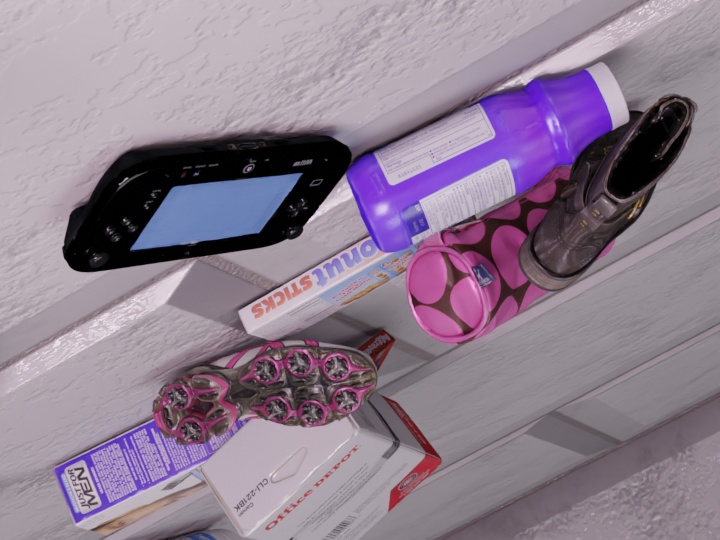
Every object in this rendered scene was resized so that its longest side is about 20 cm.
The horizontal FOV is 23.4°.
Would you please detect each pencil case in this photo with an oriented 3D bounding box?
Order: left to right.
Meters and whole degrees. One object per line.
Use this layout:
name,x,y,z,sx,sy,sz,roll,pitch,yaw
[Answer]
pencil case,0.123,-0.019,1.383,0.090,0.094,0.200,-14,-169,43

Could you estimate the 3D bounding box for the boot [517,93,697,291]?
boot,0.201,-0.078,1.275,0.200,0.069,0.174,-54,179,-31

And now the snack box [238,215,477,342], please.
snack box,0.000,0.000,1.412,0.199,0.024,0.072,-29,162,12

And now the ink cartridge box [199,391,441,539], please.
ink cartridge box,-0.033,0.178,1.585,0.144,0.084,0.200,-43,154,8

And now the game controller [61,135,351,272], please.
game controller,-0.094,-0.044,1.104,0.199,0.042,0.104,-10,158,-45

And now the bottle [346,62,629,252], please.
bottle,0.090,-0.083,1.217,0.199,0.066,0.084,-26,162,0

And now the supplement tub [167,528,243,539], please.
supplement tub,-0.231,0.392,2.089,0.199,0.133,0.132,-9,157,-47

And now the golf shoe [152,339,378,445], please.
golf shoe,-0.075,0.091,1.468,0.199,0.073,0.092,-9,-166,20

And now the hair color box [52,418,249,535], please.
hair color box,-0.175,0.175,1.625,0.199,0.065,0.109,-25,165,1

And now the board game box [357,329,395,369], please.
board game box,-0.037,0.149,1.683,0.103,0.019,0.201,-34,158,-49
